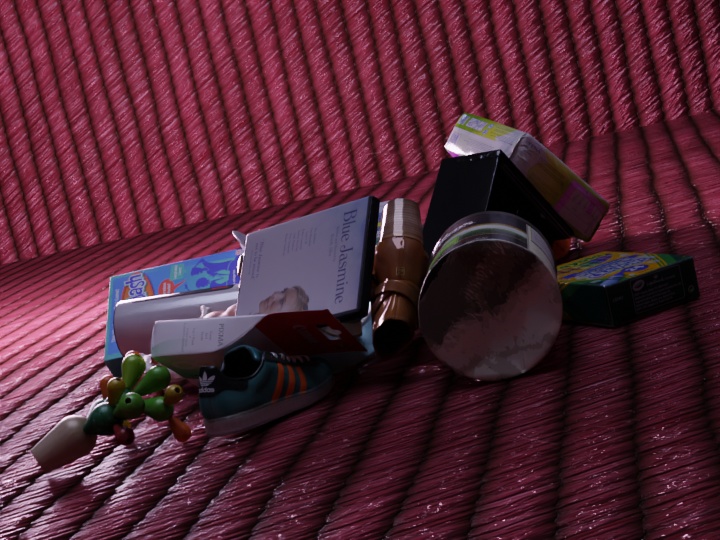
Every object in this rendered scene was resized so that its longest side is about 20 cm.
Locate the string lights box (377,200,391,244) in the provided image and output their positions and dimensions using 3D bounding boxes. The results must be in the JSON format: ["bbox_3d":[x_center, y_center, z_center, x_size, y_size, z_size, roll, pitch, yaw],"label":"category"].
[{"bbox_3d":[0.000,0.000,1.872,0.103,0.059,0.200,-11,39,13],"label":"string lights box"}]

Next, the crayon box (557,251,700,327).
[{"bbox_3d":[0.278,0.018,1.655,0.126,0.052,0.200,-17,9,-25],"label":"crayon box"}]

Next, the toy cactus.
[{"bbox_3d":[-0.267,0.162,1.513,0.165,0.102,0.200,-34,15,-10],"label":"toy cactus"}]

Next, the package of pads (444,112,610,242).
[{"bbox_3d":[0.226,-0.123,1.920,0.068,0.200,0.154,-57,33,-3],"label":"package of pads"}]

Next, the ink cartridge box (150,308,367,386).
[{"bbox_3d":[-0.109,0.092,1.579,0.200,0.050,0.161,-2,-19,16],"label":"ink cartridge box"}]

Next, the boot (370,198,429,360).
[{"bbox_3d":[0.044,0.033,1.609,0.077,0.156,0.200,5,-30,-4],"label":"boot"}]

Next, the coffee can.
[{"bbox_3d":[0.140,0.022,1.520,0.146,0.147,0.200,-12,9,8],"label":"coffee can"}]

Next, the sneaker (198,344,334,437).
[{"bbox_3d":[-0.097,0.112,1.516,0.071,0.080,0.200,-8,7,34],"label":"sneaker"}]

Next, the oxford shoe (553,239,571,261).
[{"bbox_3d":[0.262,-0.038,2.062,0.200,0.071,0.073,-35,-10,-50],"label":"oxford shoe"}]

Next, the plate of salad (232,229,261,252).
[{"bbox_3d":[-0.089,-0.001,1.945,0.048,0.200,0.200,-53,9,3],"label":"plate of salad"}]

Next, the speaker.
[{"bbox_3d":[-0.212,0.065,1.846,0.200,0.081,0.081,-8,9,12],"label":"speaker"}]

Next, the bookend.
[{"bbox_3d":[0.168,-0.013,1.808,0.092,0.199,0.200,-6,55,38],"label":"bookend"}]

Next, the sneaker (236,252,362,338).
[{"bbox_3d":[-0.063,-0.001,1.677,0.067,0.090,0.200,-11,33,-45],"label":"sneaker"}]

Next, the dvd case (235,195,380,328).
[{"bbox_3d":[-0.063,0.003,1.608,0.200,0.143,0.018,-15,-32,39],"label":"dvd case"}]

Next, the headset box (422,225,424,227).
[{"bbox_3d":[0.021,-0.022,2.044,0.200,0.075,0.148,18,26,41],"label":"headset box"}]

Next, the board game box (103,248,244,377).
[{"bbox_3d":[-0.246,0.057,1.947,0.200,0.045,0.152,-13,49,9],"label":"board game box"}]

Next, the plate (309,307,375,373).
[{"bbox_3d":[-0.044,0.065,1.720,0.200,0.026,0.200,-16,28,9],"label":"plate"}]

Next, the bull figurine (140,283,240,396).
[{"bbox_3d":[-0.180,0.082,1.732,0.200,0.065,0.121,-22,23,24],"label":"bull figurine"}]
